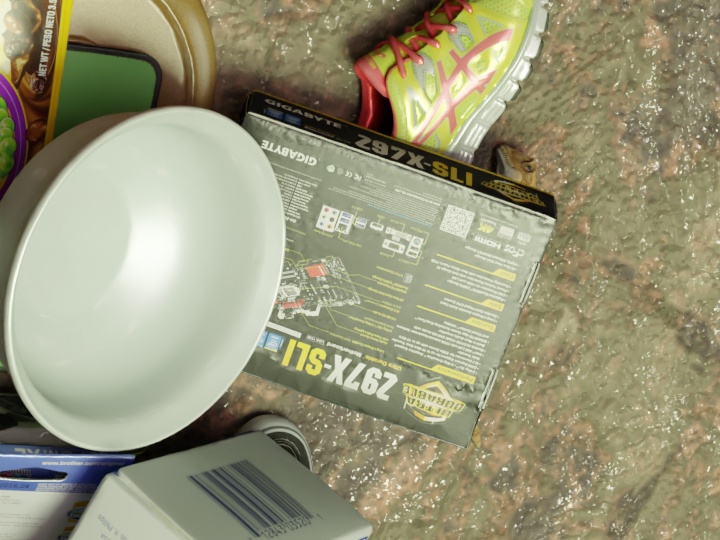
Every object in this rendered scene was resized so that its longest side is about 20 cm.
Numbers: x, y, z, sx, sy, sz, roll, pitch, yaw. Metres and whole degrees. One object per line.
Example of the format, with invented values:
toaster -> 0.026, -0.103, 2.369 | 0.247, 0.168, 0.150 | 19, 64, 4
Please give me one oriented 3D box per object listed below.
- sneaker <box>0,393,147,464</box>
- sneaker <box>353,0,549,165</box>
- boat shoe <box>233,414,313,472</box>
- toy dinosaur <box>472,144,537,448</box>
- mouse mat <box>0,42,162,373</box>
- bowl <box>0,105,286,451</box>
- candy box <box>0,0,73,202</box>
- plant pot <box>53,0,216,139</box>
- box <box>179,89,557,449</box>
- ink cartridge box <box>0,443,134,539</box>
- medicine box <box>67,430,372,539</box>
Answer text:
sneaker -> -0.217, 0.117, 1.607 | 0.199, 0.074, 0.081 | 1, 114, -18
sneaker -> 0.044, -0.123, 1.637 | 0.090, 0.078, 0.201 | 23, 97, -25
boat shoe -> -0.065, 0.194, 1.696 | 0.069, 0.066, 0.201 | 10, 102, -26
toy dinosaur -> 0.066, 0.021, 1.701 | 0.106, 0.060, 0.201 | 9, 103, -27
mouse mat -> -0.204, -0.037, 1.569 | 0.160, 0.008, 0.201 | 5, 103, -25
bowl -> -0.145, -0.007, 1.532 | 0.200, 0.090, 0.202 | -22, 122, -39
candy box -> -0.222, -0.092, 1.525 | 0.102, 0.026, 0.201 | 4, 105, -22
plant pot -> -0.174, -0.107, 1.578 | 0.199, 0.027, 0.202 | -7, 108, -20
box -> 0.000, 0.000, 1.621 | 0.199, 0.049, 0.161 | 18, 112, -5
ink cartridge box -> -0.212, 0.156, 1.579 | 0.118, 0.042, 0.200 | 4, 140, -21
medicine box -> -0.114, 0.211, 1.587 | 0.201, 0.103, 0.182 | -58, 162, 18
